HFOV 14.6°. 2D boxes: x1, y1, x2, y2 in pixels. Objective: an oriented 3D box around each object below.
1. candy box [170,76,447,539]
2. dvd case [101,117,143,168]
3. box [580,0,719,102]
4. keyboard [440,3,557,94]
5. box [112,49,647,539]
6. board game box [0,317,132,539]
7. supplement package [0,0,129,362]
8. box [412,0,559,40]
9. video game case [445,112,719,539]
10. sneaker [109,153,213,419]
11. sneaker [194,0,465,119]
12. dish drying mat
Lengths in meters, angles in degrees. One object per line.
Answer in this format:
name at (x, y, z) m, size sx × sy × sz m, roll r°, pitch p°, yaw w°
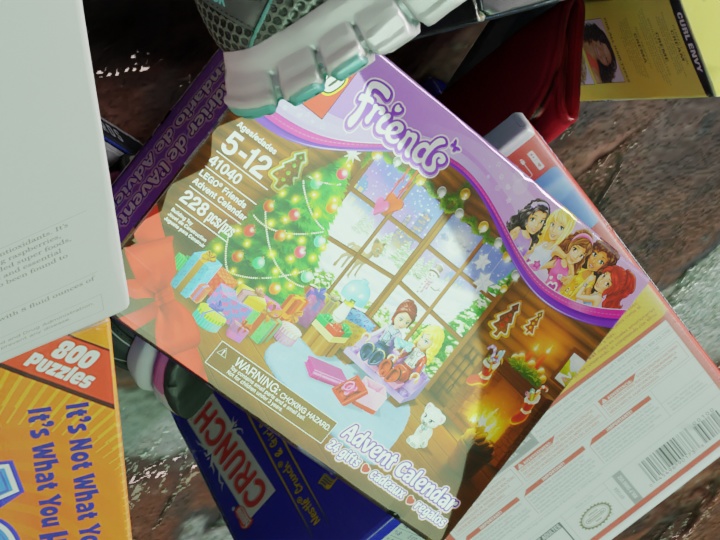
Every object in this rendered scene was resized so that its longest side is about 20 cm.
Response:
candy box at (0.015, 0.042, 1.297) m, size 0.200 × 0.170 × 0.077 m, roll -41°, pitch 144°, yaw 16°
dvd case at (-0.173, -0.019, 1.173) m, size 0.150 × 0.025 × 0.200 m, roll -39°, pitch 149°, yaw 11°
box at (0.139, -0.107, 1.201) m, size 0.075 × 0.050 × 0.200 m, roll -23°, pitch -173°, yaw -10°
keyboard at (0.029, -0.042, 1.248) m, size 0.011 × 0.056 × 0.201 m, roll 31°, pitch 96°, yaw -25°
box at (0.000, 0.000, 1.079) m, size 0.200 × 0.039 × 0.137 m, roll 37°, pitch 92°, yaw -33°
board game box at (-0.208, 0.043, 1.014) m, size 0.199 × 0.200 × 0.201 m, roll -18°, pitch 140°, yaw -15°
supplement package at (-0.148, -0.061, 0.799) m, size 0.121 × 0.120 × 0.200 m, roll -22°, pitch 153°, yaw -13°
box at (0.085, -0.133, 1.119) m, size 0.199 × 0.050 × 0.198 m, roll -18°, pitch -176°, yaw -23°
video game case at (0.063, 0.045, 1.182) m, size 0.143 × 0.017 × 0.200 m, roll -37°, pitch 125°, yaw 4°
sneaker at (-0.064, -0.030, 1.174) m, size 0.200 × 0.086 × 0.081 m, roll -52°, pitch 165°, yaw -51°
sneaker at (0.022, -0.135, 0.953) m, size 0.199 × 0.092 × 0.078 m, roll -31°, pitch -177°, yaw 5°
dish drying mat at (0.024, -0.042, 1.221) m, size 0.018 × 0.077 × 0.200 m, roll 31°, pitch 133°, yaw -24°
